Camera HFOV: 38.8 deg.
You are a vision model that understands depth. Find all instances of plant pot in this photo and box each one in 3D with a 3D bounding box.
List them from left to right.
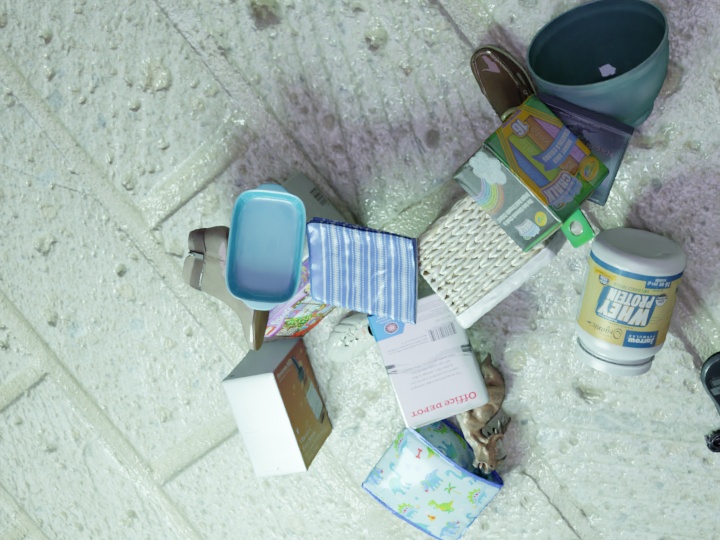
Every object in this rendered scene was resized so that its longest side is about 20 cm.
[{"bbox_3d":[0.354,-0.280,1.478,0.199,0.201,0.134,-11,134,21],"label":"plant pot"}]

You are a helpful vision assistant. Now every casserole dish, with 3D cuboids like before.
[{"bbox_3d":[-0.150,-0.038,1.635,0.120,0.039,0.201,6,91,-2],"label":"casserole dish"}]

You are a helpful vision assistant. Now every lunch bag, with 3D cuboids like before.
[{"bbox_3d":[0.135,0.373,1.831,0.200,0.127,0.170,39,117,10],"label":"lunch bag"}]

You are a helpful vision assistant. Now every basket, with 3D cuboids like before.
[{"bbox_3d":[0.202,-0.049,1.603,0.161,0.198,0.200,47,117,0],"label":"basket"}]

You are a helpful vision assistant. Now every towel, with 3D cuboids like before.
[{"bbox_3d":[0.000,0.000,1.601,0.199,0.024,0.146,12,114,31],"label":"towel"}]

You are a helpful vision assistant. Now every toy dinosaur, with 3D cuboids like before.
[{"bbox_3d":[0.216,0.234,1.778,0.135,0.086,0.201,20,104,1],"label":"toy dinosaur"}]

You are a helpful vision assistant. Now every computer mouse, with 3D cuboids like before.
[{"bbox_3d":[0.607,0.201,1.658,0.138,0.053,0.201,-17,118,20],"label":"computer mouse"}]

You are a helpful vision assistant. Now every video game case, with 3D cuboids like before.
[{"bbox_3d":[0.310,-0.174,1.493,0.142,0.019,0.200,24,158,12],"label":"video game case"}]

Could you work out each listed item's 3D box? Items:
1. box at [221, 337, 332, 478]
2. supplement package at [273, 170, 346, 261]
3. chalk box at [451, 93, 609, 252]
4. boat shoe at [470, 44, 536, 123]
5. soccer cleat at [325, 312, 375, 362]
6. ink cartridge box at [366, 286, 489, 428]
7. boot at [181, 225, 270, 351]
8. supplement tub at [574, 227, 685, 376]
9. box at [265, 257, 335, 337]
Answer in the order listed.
[{"bbox_3d":[-0.148,0.248,1.854,0.106,0.152,0.201,-11,108,22],"label":"box"},{"bbox_3d":[-0.146,-0.051,1.751,0.121,0.120,0.200,47,117,-4],"label":"supplement package"},{"bbox_3d":[0.254,-0.119,1.433,0.200,0.124,0.124,45,155,1],"label":"chalk box"},{"bbox_3d":[0.238,-0.257,1.572,0.075,0.075,0.203,-36,97,26],"label":"boat shoe"},{"bbox_3d":[0.009,0.105,1.789,0.200,0.078,0.069,-35,98,26],"label":"soccer cleat"},{"bbox_3d":[0.112,0.138,1.682,0.145,0.084,0.201,-19,97,5],"label":"ink cartridge box"},{"bbox_3d":[-0.225,0.025,1.698,0.145,0.070,0.201,10,102,10],"label":"boot"},{"bbox_3d":[0.417,0.049,1.600,0.144,0.145,0.201,12,114,12],"label":"supplement tub"},{"bbox_3d":[-0.087,0.044,1.763,0.200,0.137,0.039,-43,63,27],"label":"box"}]
